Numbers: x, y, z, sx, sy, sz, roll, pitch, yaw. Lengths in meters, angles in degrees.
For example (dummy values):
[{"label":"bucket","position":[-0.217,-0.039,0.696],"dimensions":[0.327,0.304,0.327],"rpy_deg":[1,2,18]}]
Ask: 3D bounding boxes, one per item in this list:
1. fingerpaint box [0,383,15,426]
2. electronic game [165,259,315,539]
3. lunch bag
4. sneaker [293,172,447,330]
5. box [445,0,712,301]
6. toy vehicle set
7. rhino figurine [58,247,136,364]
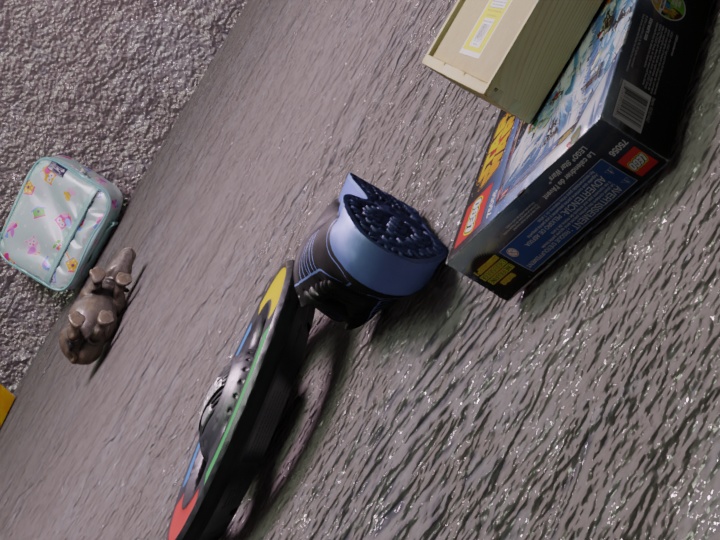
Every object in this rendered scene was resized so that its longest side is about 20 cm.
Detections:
[{"label":"fingerpaint box","position":[-0.680,0.267,3.145],"dimensions":[0.199,0.073,0.168],"rpy_deg":[-14,42,39]},{"label":"electronic game","position":[-0.079,0.087,1.219],"dimensions":[0.200,0.041,0.202],"rpy_deg":[-156,90,-83]},{"label":"lunch bag","position":[-0.477,-0.077,3.078],"dimensions":[0.201,0.160,0.077],"rpy_deg":[-62,-15,11]},{"label":"sneaker","position":[0.000,0.000,1.093],"dimensions":[0.078,0.070,0.200],"rpy_deg":[-61,5,8]},{"label":"box","position":[0.113,-0.098,0.900],"dimensions":[0.137,0.040,0.201],"rpy_deg":[-44,20,52]},{"label":"toy vehicle set","position":[0.086,-0.143,0.958],"dimensions":[0.125,0.026,0.200],"rpy_deg":[-59,11,6]},{"label":"rhino figurine","position":[-0.316,0.037,2.353],"dimensions":[0.201,0.059,0.088],"rpy_deg":[-70,4,-50]}]
